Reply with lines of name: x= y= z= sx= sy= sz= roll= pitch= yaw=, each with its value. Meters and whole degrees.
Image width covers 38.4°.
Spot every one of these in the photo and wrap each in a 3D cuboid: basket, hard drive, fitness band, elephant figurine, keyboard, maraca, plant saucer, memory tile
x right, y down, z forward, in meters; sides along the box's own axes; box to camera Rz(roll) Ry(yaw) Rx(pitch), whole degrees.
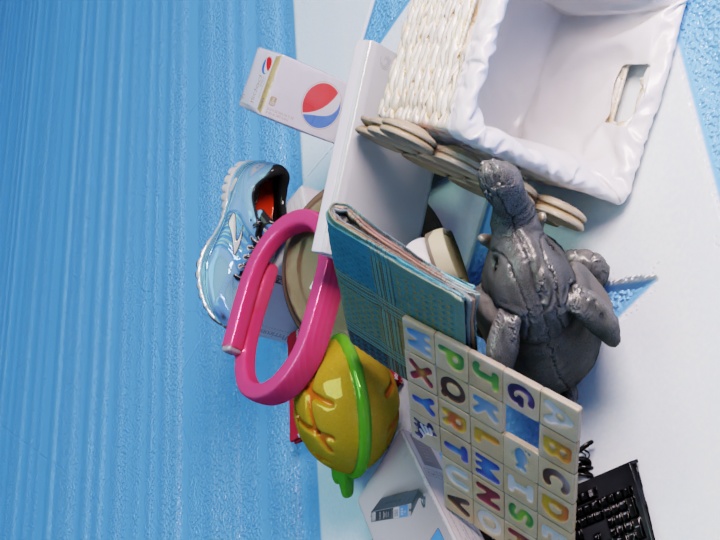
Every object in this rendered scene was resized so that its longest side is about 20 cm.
basket: x=0.143 y=-0.185 z=0.900 sx=0.160 sy=0.197 sz=0.202 roll=17 pitch=91 yaw=58
hard drive: x=0.024 y=-0.102 z=1.003 sx=0.026 sy=0.131 sz=0.204 roll=8 pitch=83 yaw=42
fitness band: x=-0.077 y=0.035 z=1.047 sx=0.142 sy=0.037 sz=0.204 roll=-5 pitch=66 yaw=50
elephant figurine: x=0.136 y=0.024 z=0.816 sx=0.154 sy=0.200 sz=0.143 roll=32 pitch=89 yaw=13
keyboard: x=0.152 y=0.213 z=0.866 sx=0.199 sy=0.039 sz=0.106 roll=-38 pitch=49 yaw=40
maraca: x=-0.017 y=0.149 z=1.056 sx=0.201 sy=0.105 sz=0.139 roll=104 pitch=157 yaw=-53
plant saucer: x=0.000 y=0.000 z=1.089 sx=0.196 sy=0.029 sz=0.204 roll=-1 pitch=88 yaw=24
memory tile: x=0.094 y=-0.087 z=0.908 sx=0.017 sy=0.197 sz=0.153 roll=-65 pitch=13 yaw=1

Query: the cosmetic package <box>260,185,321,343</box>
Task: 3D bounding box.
cosmetic package: x=-0.078 y=-0.002 z=1.231 sx=0.200 sy=0.100 sz=0.075 roll=-48 pitch=41 yaw=35

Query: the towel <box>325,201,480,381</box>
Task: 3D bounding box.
towel: x=0.037 y=0.039 z=0.850 sx=0.146 sy=0.201 sz=0.022 roll=33 pitch=66 yaw=25

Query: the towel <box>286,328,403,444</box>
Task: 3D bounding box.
towel: x=-0.022 y=0.100 z=1.178 sx=0.199 sy=0.022 sz=0.147 roll=-36 pitch=48 yaw=41

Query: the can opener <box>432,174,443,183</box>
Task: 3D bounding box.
can opener: x=0.096 y=-0.137 z=1.093 sx=0.199 sy=0.053 sz=0.067 roll=-24 pitch=26 yaw=50

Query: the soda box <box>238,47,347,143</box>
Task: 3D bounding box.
soda box: x=-0.031 y=-0.177 z=1.142 sx=0.063 sy=0.198 sz=0.069 roll=31 pitch=102 yaw=55

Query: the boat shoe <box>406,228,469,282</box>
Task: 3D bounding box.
boat shoe: x=0.062 y=0.005 z=0.950 sx=0.067 sy=0.200 sz=0.076 roll=-21 pitch=77 yaw=9

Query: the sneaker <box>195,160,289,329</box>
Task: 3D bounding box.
sneaker: x=-0.125 y=-0.032 z=1.156 sx=0.089 sy=0.078 sz=0.204 roll=-6 pitch=72 yaw=50

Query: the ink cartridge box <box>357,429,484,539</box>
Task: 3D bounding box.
ink cartridge box: x=0.041 y=0.280 z=0.965 sx=0.178 sy=0.044 sz=0.201 roll=-62 pitch=25 yaw=17

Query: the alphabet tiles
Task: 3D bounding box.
alphabet tiles: x=0.102 y=0.146 z=0.828 sx=0.166 sy=0.008 sz=0.203 roll=26 pitch=137 yaw=36
